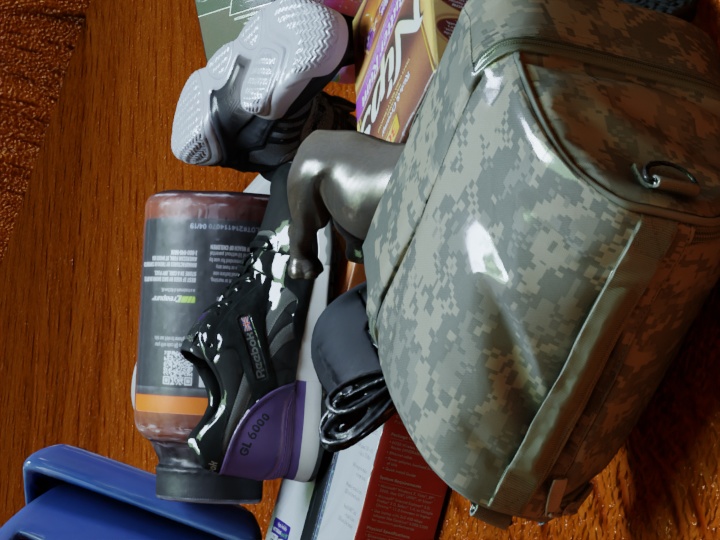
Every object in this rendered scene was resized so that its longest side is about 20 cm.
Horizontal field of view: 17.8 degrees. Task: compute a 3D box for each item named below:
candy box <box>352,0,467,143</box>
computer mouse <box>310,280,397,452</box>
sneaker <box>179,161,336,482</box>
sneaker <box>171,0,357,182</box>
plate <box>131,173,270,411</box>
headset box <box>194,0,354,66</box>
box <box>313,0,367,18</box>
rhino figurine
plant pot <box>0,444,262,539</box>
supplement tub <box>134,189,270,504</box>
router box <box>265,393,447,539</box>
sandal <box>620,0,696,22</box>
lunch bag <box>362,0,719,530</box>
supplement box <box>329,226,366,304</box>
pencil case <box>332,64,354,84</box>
[{"bbox_3d":[0.041,-0.129,1.383,0.200,0.056,0.117,-94,25,-48],"label":"candy box"},{"bbox_3d":[0.019,0.035,1.312,0.138,0.053,0.200,-30,10,-4],"label":"computer mouse"},{"bbox_3d":[-0.065,0.028,1.422,0.076,0.087,0.201,139,134,-73],"label":"sneaker"},{"bbox_3d":[-0.036,-0.113,1.516,0.200,0.113,0.076,-29,51,53],"label":"sneaker"},{"bbox_3d":[-0.105,-0.005,1.771,0.200,0.032,0.200,-50,-5,-34],"label":"plate"},{"bbox_3d":[-0.054,-0.243,1.611,0.077,0.149,0.201,-11,88,34],"label":"headset box"},{"bbox_3d":[0.033,-0.264,1.473,0.100,0.095,0.200,-96,25,-53],"label":"box"},{"bbox_3d":[0.039,-0.033,1.265,0.199,0.060,0.088,7,116,37],"label":"rhino figurine"},{"bbox_3d":[-0.169,0.242,1.571,0.200,0.199,0.180,99,-170,-61],"label":"plant pot"},{"bbox_3d":[-0.094,0.050,1.507,0.107,0.106,0.201,177,97,-74],"label":"supplement tub"},{"bbox_3d":[-0.006,0.152,1.410,0.200,0.049,0.180,-170,95,-75],"label":"router box"},{"bbox_3d":[0.129,-0.131,1.192,0.201,0.075,0.048,-100,3,-73],"label":"sandal"},{"bbox_3d":[0.089,-0.004,1.044,0.168,0.139,0.200,-94,23,-52],"label":"lunch bag"},{"bbox_3d":[0.000,0.000,1.506,0.200,0.066,0.069,-118,42,-70],"label":"supplement box"},{"bbox_3d":[-0.003,-0.240,1.716,0.087,0.087,0.201,-110,37,-65],"label":"pencil case"}]
